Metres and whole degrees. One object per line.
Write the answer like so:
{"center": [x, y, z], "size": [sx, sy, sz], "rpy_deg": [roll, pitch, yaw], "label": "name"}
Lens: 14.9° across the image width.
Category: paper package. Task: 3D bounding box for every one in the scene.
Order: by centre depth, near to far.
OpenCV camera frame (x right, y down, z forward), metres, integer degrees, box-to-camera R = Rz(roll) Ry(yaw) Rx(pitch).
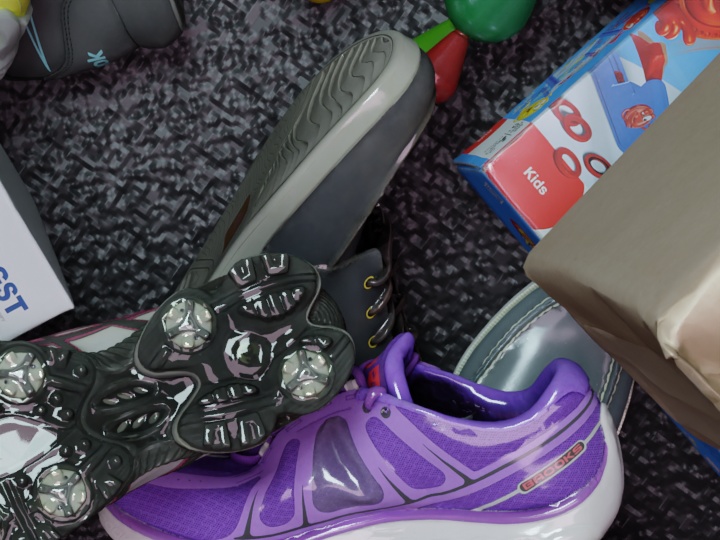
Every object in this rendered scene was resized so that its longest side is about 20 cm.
{"center": [0.171, -0.030, 0.923], "size": [0.103, 0.191, 0.200], "rpy_deg": [44, 87, -12], "label": "paper package"}

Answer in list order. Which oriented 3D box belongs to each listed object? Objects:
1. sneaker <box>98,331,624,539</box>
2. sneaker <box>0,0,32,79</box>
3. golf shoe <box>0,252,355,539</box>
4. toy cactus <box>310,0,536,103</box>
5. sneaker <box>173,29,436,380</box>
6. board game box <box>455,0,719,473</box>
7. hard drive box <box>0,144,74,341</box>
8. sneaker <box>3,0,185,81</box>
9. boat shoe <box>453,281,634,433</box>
{"center": [-0.002, 0.066, 1.034], "size": [0.199, 0.081, 0.084], "rpy_deg": [-7, 108, 11], "label": "sneaker"}
{"center": [-0.204, -0.142, 1.003], "size": [0.199, 0.076, 0.076], "rpy_deg": [30, 129, -13], "label": "sneaker"}
{"center": [-0.099, 0.055, 0.982], "size": [0.199, 0.088, 0.078], "rpy_deg": [-16, 85, -7], "label": "golf shoe"}
{"center": [0.048, -0.146, 1.019], "size": [0.165, 0.102, 0.201], "rpy_deg": [24, 113, 34], "label": "toy cactus"}
{"center": [0.000, 0.000, 1.063], "size": [0.106, 0.075, 0.200], "rpy_deg": [28, 127, -12], "label": "sneaker"}
{"center": [0.176, -0.030, 1.056], "size": [0.196, 0.056, 0.200], "rpy_deg": [-42, 98, -4], "label": "board game box"}
{"center": [-0.226, -0.014, 0.966], "size": [0.199, 0.077, 0.156], "rpy_deg": [-29, 128, -1], "label": "hard drive box"}
{"center": [-0.138, -0.166, 1.046], "size": [0.079, 0.075, 0.201], "rpy_deg": [-23, 99, 6], "label": "sneaker"}
{"center": [0.051, 0.089, 1.098], "size": [0.073, 0.062, 0.200], "rpy_deg": [33, 98, -3], "label": "boat shoe"}
